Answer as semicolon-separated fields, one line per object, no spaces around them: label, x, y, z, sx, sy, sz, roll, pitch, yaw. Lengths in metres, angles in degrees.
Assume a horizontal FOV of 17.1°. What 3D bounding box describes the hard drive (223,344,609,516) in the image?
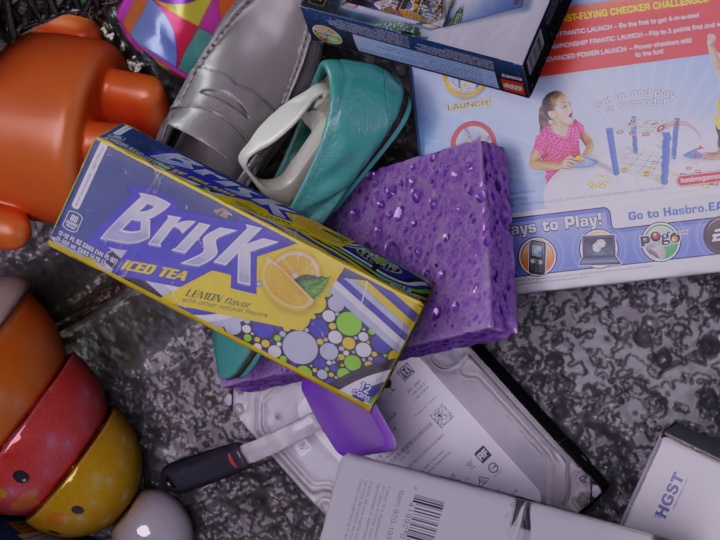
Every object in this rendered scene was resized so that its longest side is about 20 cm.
hard drive;0.032;0.103;1.431;0.140;0.038;0.200;-44;81;12

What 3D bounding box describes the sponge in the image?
sponge;0.000;0.000;1.381;0.199;0.030;0.112;-14;70;36

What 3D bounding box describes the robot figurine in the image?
robot figurine;-0.214;-0.089;1.445;0.199;0.117;0.145;10;96;14

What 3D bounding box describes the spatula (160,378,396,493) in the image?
spatula;-0.055;0.102;1.420;0.200;0.021;0.057;-23;99;40

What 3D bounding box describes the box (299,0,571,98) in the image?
box;0.067;-0.206;1.358;0.136;0.038;0.201;17;68;20

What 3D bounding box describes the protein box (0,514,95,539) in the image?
protein box;-0.214;0.232;1.415;0.199;0.198;0.136;24;97;13

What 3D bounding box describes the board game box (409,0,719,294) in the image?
board game box;0.133;-0.089;1.388;0.199;0.056;0.197;-6;90;15

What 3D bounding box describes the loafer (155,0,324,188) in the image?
loafer;-0.077;-0.083;1.381;0.070;0.070;0.201;25;103;4

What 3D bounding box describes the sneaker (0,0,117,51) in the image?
sneaker;-0.187;-0.179;1.407;0.085;0.200;0.078;27;139;8

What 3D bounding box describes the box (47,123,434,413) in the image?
box;-0.064;-0.004;1.304;0.199;0.064;0.070;27;102;1

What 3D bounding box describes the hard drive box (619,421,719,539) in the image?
hard drive box;0.234;0.200;1.361;0.199;0.077;0.157;26;98;12

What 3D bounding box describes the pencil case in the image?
pencil case;-0.073;-0.210;1.423;0.088;0.088;0.201;29;98;12

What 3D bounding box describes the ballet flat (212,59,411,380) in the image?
ballet flat;-0.049;-0.036;1.361;0.070;0.067;0.201;29;99;-20

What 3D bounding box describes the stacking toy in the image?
stacking toy;-0.182;0.112;1.455;0.200;0.146;0.146;37;101;-6

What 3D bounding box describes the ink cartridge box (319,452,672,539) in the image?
ink cartridge box;0.072;0.197;1.325;0.199;0.083;0.146;13;84;30
